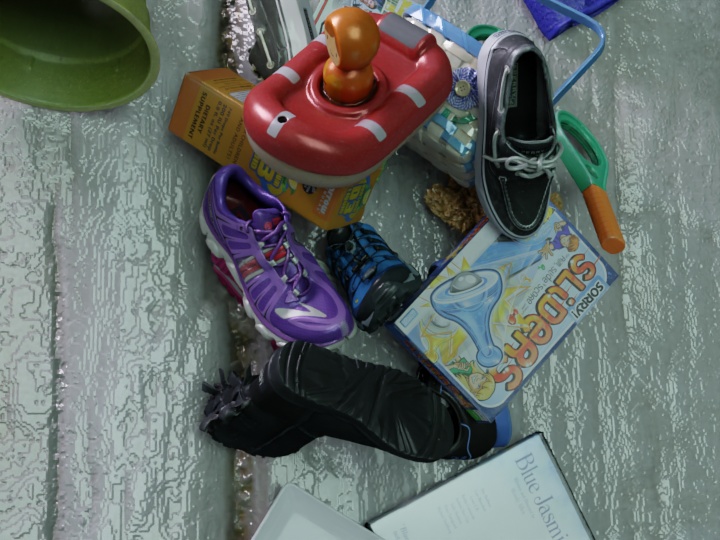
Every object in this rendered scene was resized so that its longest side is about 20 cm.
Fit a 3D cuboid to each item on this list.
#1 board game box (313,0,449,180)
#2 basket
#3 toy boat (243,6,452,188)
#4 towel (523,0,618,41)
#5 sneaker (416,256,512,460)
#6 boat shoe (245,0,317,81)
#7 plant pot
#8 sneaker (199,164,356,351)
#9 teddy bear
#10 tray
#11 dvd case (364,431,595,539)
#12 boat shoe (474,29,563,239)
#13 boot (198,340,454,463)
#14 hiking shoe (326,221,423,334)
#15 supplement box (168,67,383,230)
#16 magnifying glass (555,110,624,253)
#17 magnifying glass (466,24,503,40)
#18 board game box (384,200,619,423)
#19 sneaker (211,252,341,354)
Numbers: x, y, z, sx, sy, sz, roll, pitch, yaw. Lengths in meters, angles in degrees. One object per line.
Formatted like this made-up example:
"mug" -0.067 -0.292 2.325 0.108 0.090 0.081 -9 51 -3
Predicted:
"board game box" -0.005 -0.204 1.194 0.134 0.029 0.200 27 72 -10
"basket" 0.116 -0.196 1.124 0.176 0.139 0.200 34 79 19
"toy boat" -0.011 -0.167 0.986 0.130 0.131 0.200 34 61 21
"towel" 0.216 -0.373 1.288 0.148 0.050 0.200 -34 90 -22
"sneaker" 0.089 0.088 1.141 0.078 0.070 0.200 -12 84 -27
"boat shoe" -0.074 -0.210 1.130 0.064 0.071 0.200 -12 90 14
"plant pot" -0.272 -0.279 1.058 0.200 0.200 0.190 11 62 -15
"sneaker" -0.079 -0.011 1.024 0.081 0.083 0.200 -31 70 -27
"teddy bear" 0.135 -0.072 1.200 0.145 0.067 0.200 -23 80 -30
"tray" -0.013 0.293 1.081 0.200 0.022 0.107 33 79 -4
"dvd case" 0.123 0.265 1.127 0.200 0.018 0.143 -26 87 -12
"boat shoe" 0.148 -0.112 1.036 0.073 0.068 0.200 -9 117 -15
"boot" -0.037 0.135 1.044 0.198 0.162 0.073 25 56 -21
"hiking shoe" 0.000 0.000 1.068 0.074 0.200 0.087 -45 99 1
"supplement box" -0.081 -0.116 1.079 0.200 0.067 0.069 31 25 19
"magnifying glass" 0.235 -0.094 1.186 0.080 0.022 0.200 29 36 -30
"magnifying glass" 0.158 -0.177 1.211 0.079 0.022 0.200 -2 62 -27
"board game box" 0.138 0.028 1.112 0.135 0.034 0.200 45 74 -8
"sneaker" -0.052 0.036 1.101 0.088 0.081 0.200 -37 92 -19
